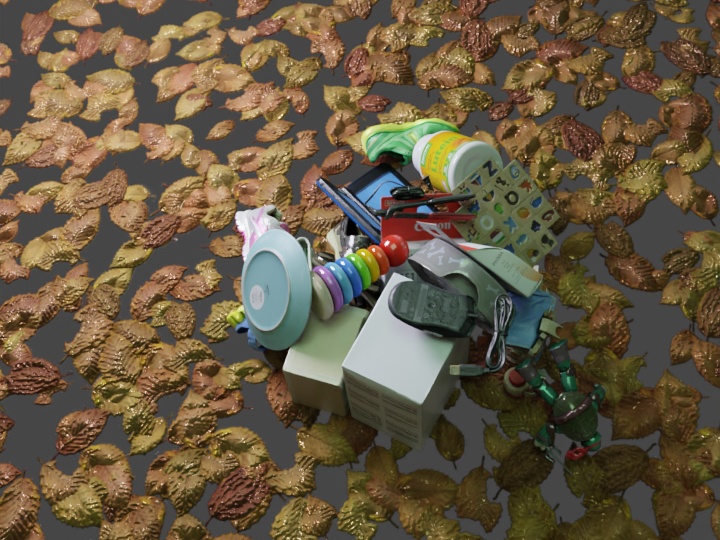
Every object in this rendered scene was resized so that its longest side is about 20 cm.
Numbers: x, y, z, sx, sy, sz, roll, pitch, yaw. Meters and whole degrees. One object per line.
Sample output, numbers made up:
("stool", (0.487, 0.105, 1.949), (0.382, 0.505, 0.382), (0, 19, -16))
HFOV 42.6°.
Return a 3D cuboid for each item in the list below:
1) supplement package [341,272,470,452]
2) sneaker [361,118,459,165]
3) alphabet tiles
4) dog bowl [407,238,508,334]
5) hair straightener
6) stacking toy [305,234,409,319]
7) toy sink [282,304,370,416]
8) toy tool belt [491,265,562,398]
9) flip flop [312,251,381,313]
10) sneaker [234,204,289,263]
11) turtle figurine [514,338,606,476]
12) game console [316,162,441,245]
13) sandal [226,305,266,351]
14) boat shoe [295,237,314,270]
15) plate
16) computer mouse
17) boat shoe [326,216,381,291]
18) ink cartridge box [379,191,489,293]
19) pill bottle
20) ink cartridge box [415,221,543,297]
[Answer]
("supplement package", (0.080, 0.153, 1.525), (0.145, 0.201, 0.193), (23, 63, 17))
("sneaker", (0.101, -0.253, 1.849), (0.196, 0.074, 0.085), (-9, 82, -3))
("alphabet tiles", (0.257, -0.094, 1.645), (0.166, 0.006, 0.201), (-41, 96, -10))
("dog bowl", (0.172, 0.024, 1.552), (0.199, 0.200, 0.059), (38, 84, 23))
("hair straightener", (0.104, -0.126, 1.604), (0.196, 0.041, 0.078), (-1, 88, -1))
("stacking toy", (0.000, 0.000, 1.549), (0.198, 0.086, 0.086), (-29, 61, -21))
("toy sink", (-0.043, 0.126, 1.593), (0.110, 0.131, 0.202), (13, 60, 12))
("toy tool belt", (0.281, 0.103, 1.581), (0.123, 0.124, 0.203), (10, 61, 11))
("flip flop", (-0.013, 0.039, 1.680), (0.199, 0.081, 0.058), (35, 105, 15))
("sneaker", (-0.170, -0.049, 1.717), (0.087, 0.081, 0.202), (-27, 55, 10))
("turtle figurine", (0.340, 0.223, 1.492), (0.148, 0.101, 0.202), (-29, 89, -9))
("game console", (0.042, -0.131, 1.749), (0.119, 0.170, 0.200), (-49, 64, 7))
("sandal", (-0.149, 0.075, 1.631), (0.079, 0.199, 0.088), (-7, 66, -51))
("boat shoe", (-0.115, 0.034, 1.692), (0.071, 0.062, 0.203), (-4, 60, 3))
("plate", (-0.151, 0.033, 1.547), (0.025, 0.201, 0.202), (-1, 48, -42))
("computer mouse", (0.134, 0.095, 1.416), (0.196, 0.046, 0.143), (8, 65, 3))
("boat shoe", (-0.008, -0.036, 1.679), (0.065, 0.072, 0.201), (-57, 37, 18))
("ink cartridge box", (0.132, -0.045, 1.643), (0.196, 0.177, 0.044), (-4, 21, -11))
("pill bottle", (0.174, -0.200, 1.735), (0.110, 0.112, 0.200), (-29, 25, -12))
("ink cartridge box", (0.196, -0.037, 1.546), (0.199, 0.162, 0.050), (39, 89, -9))
